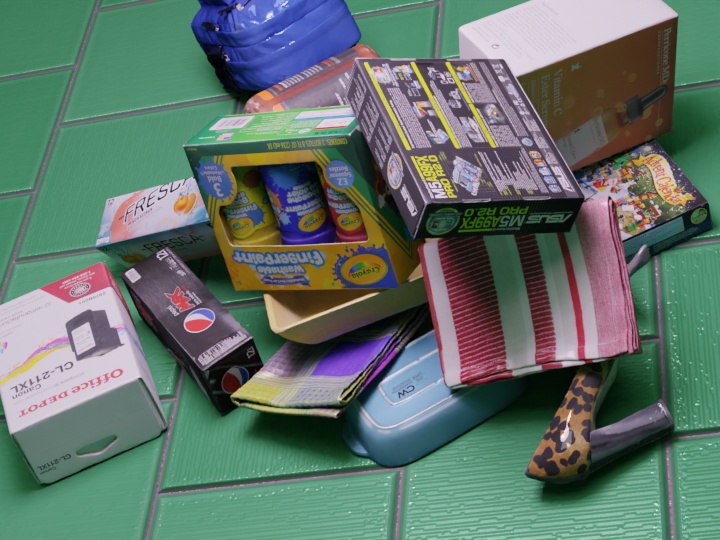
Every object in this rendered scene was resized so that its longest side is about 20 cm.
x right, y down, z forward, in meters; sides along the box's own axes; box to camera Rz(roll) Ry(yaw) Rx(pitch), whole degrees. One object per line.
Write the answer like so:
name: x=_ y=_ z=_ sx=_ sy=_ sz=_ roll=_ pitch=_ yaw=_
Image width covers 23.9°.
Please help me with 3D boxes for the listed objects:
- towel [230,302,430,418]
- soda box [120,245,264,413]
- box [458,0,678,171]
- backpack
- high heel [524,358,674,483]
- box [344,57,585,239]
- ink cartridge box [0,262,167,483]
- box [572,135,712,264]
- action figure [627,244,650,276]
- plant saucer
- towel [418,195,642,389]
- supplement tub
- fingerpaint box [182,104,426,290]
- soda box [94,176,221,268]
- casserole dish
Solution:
towel: x=-0.025 y=0.075 z=1.686 sx=0.143 sy=0.023 sz=0.200 roll=1 pitch=35 yaw=38
soda box: x=-0.173 y=0.059 z=1.765 sx=0.063 sy=0.071 sz=0.200 roll=-31 pitch=43 yaw=-14
box: x=0.213 y=-0.195 z=1.745 sx=0.199 sy=0.153 sz=0.106 roll=-22 pitch=44 yaw=-16
backpack: x=-0.109 y=-0.297 z=2.030 sx=0.162 sy=0.168 sz=0.200 roll=-38 pitch=26 yaw=-11
high heel: x=0.180 y=0.104 z=1.572 sx=0.142 sy=0.072 sz=0.200 roll=-23 pitch=50 yaw=-12
box: x=0.091 y=-0.114 z=1.535 sx=0.159 sy=0.044 sz=0.201 roll=-4 pitch=46 yaw=-23
ink cartridge box: x=-0.297 y=0.103 z=1.759 sx=0.145 sy=0.083 sz=0.200 roll=-23 pitch=41 yaw=-5
box: x=0.259 y=-0.086 z=1.773 sx=0.136 sy=0.038 sz=0.200 roll=-25 pitch=41 yaw=-4
action figure: x=0.153 y=-0.036 z=1.650 sx=0.199 sy=0.105 sz=0.193 roll=4 pitch=8 yaw=-34
plant saucer: x=0.000 y=0.000 z=1.725 sx=0.199 sy=0.049 sz=0.200 roll=-21 pitch=28 yaw=1
towel: x=0.152 y=0.023 z=1.557 sx=0.199 sy=0.023 sz=0.145 roll=-13 pitch=84 yaw=28
supplement tub: x=-0.059 y=-0.171 z=1.932 sx=0.199 sy=0.107 sz=0.107 roll=-27 pitch=41 yaw=-14
fingerpaint box: x=-0.054 y=-0.068 z=1.652 sx=0.199 sy=0.168 sz=0.073 roll=0 pitch=30 yaw=33
soda box: x=-0.195 y=-0.053 z=1.844 sx=0.199 sy=0.068 sz=0.064 roll=-12 pitch=57 yaw=38
casserole dish: x=0.068 y=0.109 z=1.641 sx=0.199 sy=0.039 sz=0.121 roll=-29 pitch=41 yaw=-9
